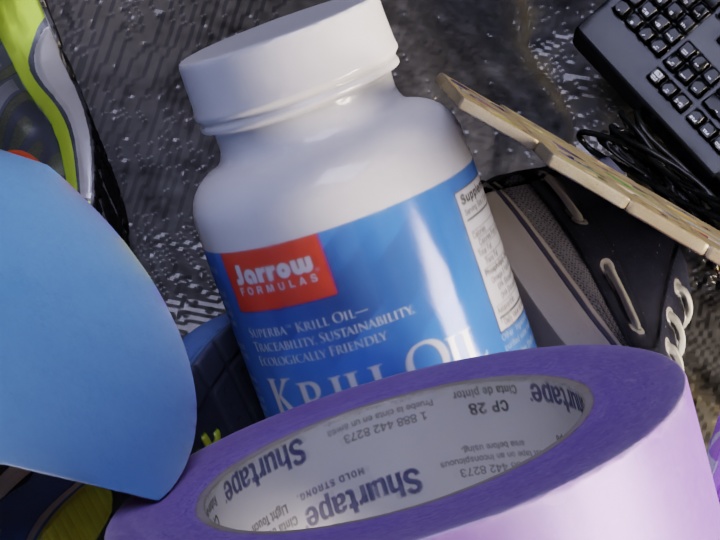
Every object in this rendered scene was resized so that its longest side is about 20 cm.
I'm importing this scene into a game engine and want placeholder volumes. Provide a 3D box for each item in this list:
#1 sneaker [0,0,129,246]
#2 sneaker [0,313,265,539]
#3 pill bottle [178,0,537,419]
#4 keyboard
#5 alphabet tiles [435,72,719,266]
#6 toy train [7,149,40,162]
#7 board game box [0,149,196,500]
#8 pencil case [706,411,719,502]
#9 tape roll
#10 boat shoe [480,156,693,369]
[{"bbox_3d":[-0.158,-0.057,1.062,0.081,0.074,0.200,-22,53,-4],"label":"sneaker"},{"bbox_3d":[-0.088,0.074,0.960,0.082,0.074,0.200,-6,23,41],"label":"sneaker"},{"bbox_3d":[0.000,0.000,0.934,0.112,0.112,0.201,-23,101,-13],"label":"pill bottle"},{"bbox_3d":[0.172,-0.051,1.039,0.104,0.040,0.200,-43,72,3],"label":"keyboard"},{"bbox_3d":[0.119,-0.021,0.931,0.200,0.166,0.006,29,97,-8],"label":"alphabet tiles"},{"bbox_3d":[-0.196,-0.042,1.016,0.056,0.150,0.200,-32,70,-34],"label":"toy train"},{"bbox_3d":[-0.149,0.015,0.818,0.200,0.039,0.158,18,37,-39],"label":"board game box"},{"bbox_3d":[0.143,0.116,0.883,0.084,0.085,0.201,8,66,38],"label":"pencil case"},{"bbox_3d":[0.022,0.098,0.795,0.199,0.200,0.085,-19,102,-10],"label":"tape roll"},{"bbox_3d":[0.113,0.037,0.992,0.093,0.075,0.200,-19,70,-32],"label":"boat shoe"}]
